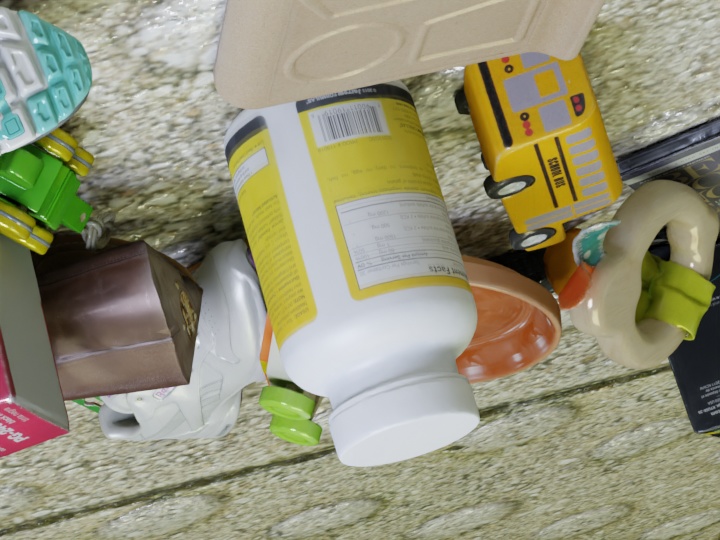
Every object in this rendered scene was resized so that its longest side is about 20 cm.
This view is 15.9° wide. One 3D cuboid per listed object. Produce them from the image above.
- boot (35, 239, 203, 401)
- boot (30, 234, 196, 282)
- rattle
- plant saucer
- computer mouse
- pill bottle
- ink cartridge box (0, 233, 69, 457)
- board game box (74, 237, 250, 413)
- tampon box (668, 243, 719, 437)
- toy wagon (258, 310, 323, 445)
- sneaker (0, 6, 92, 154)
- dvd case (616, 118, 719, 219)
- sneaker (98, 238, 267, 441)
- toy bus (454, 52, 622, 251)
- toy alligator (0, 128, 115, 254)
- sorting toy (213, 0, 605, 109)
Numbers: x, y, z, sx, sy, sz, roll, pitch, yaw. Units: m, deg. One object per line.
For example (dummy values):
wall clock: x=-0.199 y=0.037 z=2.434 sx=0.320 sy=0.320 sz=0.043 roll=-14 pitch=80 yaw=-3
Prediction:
boot: x=-0.174 y=0.079 z=1.487 sx=0.199 sy=0.064 sz=0.187 roll=-14 pitch=125 yaw=4
boot: x=-0.196 y=0.041 z=1.580 sx=0.198 sy=0.074 sz=0.155 roll=-3 pitch=160 yaw=-4
rattle: x=0.141 y=-0.011 z=1.680 sx=0.199 sy=0.143 sz=0.131 roll=-8 pitch=127 yaw=-51
plant saucer: x=0.038 y=0.032 z=1.757 sx=0.199 sy=0.033 sz=0.201 roll=1 pitch=156 yaw=0
computer mouse: x=0.159 y=0.002 z=1.846 sx=0.199 sy=0.034 sz=0.059 roll=-11 pitch=161 yaw=-21
pill bottle: x=0.000 y=0.000 z=1.416 sx=0.111 sy=0.201 sz=0.112 roll=-14 pitch=162 yaw=-5
ink cartridge box: x=-0.275 y=0.046 z=1.393 sx=0.199 sy=0.146 sz=0.083 roll=-20 pitch=161 yaw=12
board game box: x=-0.116 y=0.045 z=1.693 sx=0.199 sy=0.030 sz=0.095 roll=-30 pitch=139 yaw=30
tampon box: x=0.313 y=0.045 z=1.926 sx=0.149 sy=0.127 sz=0.200 roll=-21 pitch=169 yaw=15
toy wagon: x=-0.023 y=0.027 z=1.574 sx=0.039 sy=0.156 sz=0.200 roll=15 pitch=164 yaw=7
sneaker: x=-0.222 y=-0.074 z=1.235 sx=0.199 sy=0.078 sz=0.091 roll=-15 pitch=178 yaw=5
dvd case: x=0.268 y=-0.073 z=1.748 sx=0.148 sy=0.016 sz=0.200 roll=-22 pitch=162 yaw=16
sneaker: x=-0.110 y=0.054 z=1.601 sx=0.099 sy=0.075 sz=0.200 roll=-8 pitch=149 yaw=-24
toy bus: x=0.107 y=-0.074 z=1.518 sx=0.078 sy=0.065 sz=0.200 roll=-20 pitch=162 yaw=5
toy alligator: x=-0.177 y=-0.045 z=1.378 sx=0.054 sy=0.060 sz=0.200 roll=27 pitch=174 yaw=10
sorting toy: x=0.029 y=-0.143 z=1.296 sx=0.198 sy=0.037 sz=0.185 roll=-8 pitch=161 yaw=-11
